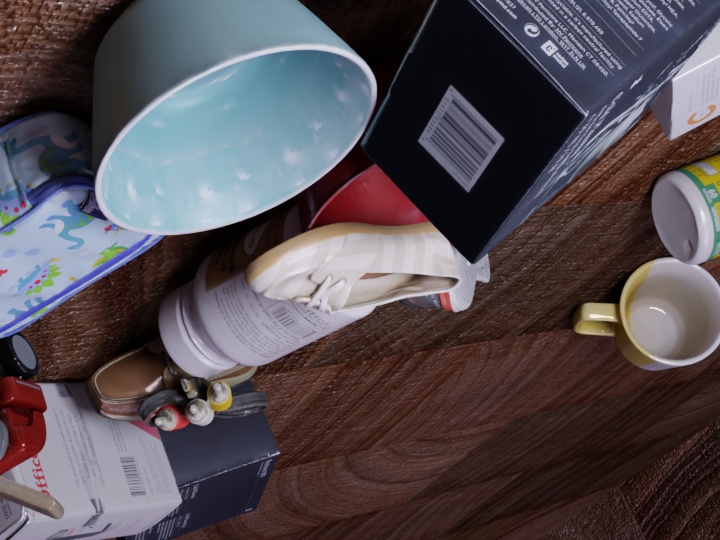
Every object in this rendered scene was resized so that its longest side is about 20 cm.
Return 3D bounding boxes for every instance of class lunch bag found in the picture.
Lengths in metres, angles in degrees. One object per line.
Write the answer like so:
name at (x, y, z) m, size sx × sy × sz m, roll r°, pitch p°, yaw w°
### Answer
lunch bag at (-0.250, -0.026, 0.947) m, size 0.198 × 0.083 × 0.161 m, roll -29°, pitch 160°, yaw 12°

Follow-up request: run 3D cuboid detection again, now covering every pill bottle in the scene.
pill bottle at (0.454, -0.089, 1.522) m, size 0.197 × 0.114 × 0.113 m, roll -19°, pitch 157°, yaw -15°
pill bottle at (-0.086, 0.022, 1.168) m, size 0.199 × 0.116 × 0.114 m, roll -27°, pitch 161°, yaw 34°

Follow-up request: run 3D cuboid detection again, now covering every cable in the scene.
cable at (-0.151, 0.144, 1.279) m, size 0.096 × 0.051 × 0.200 m, roll -26°, pitch 161°, yaw 6°

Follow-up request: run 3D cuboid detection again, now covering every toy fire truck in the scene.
toy fire truck at (-0.313, 0.138, 1.075) m, size 0.128 × 0.202 × 0.176 m, roll -28°, pitch 158°, yaw 9°

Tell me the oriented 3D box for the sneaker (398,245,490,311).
sneaker at (0.082, -0.012, 1.314) m, size 0.081 × 0.078 × 0.200 m, roll -7°, pitch -169°, yaw 18°

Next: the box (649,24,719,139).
box at (0.335, -0.221, 1.123) m, size 0.198 × 0.098 × 0.125 m, roll -28°, pitch 158°, yaw 3°

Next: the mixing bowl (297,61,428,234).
mixing bowl at (0.025, -0.097, 1.046) m, size 0.198 × 0.109 × 0.201 m, roll -21°, pitch 157°, yaw -9°

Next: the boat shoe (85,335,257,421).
boat shoe at (-0.180, 0.087, 1.292) m, size 0.198 × 0.076 × 0.074 m, roll -18°, pitch 153°, yaw -39°

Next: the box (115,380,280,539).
box at (-0.209, 0.236, 1.534) m, size 0.180 × 0.105 × 0.201 m, roll -15°, pitch 156°, yaw -22°

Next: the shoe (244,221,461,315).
shoe at (0.000, 0.000, 1.019) m, size 0.198 × 0.054 × 0.070 m, roll -8°, pitch 153°, yaw -36°

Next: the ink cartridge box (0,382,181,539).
ink cartridge box at (-0.295, 0.194, 1.291) m, size 0.085 × 0.147 × 0.199 m, roll -37°, pitch 155°, yaw 29°

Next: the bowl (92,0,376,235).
bowl at (-0.098, -0.123, 0.860) m, size 0.198 × 0.106 × 0.201 m, roll -21°, pitch 158°, yaw -9°

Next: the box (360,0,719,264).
box at (0.128, -0.140, 0.860) m, size 0.196 × 0.124 × 0.200 m, roll -40°, pitch 171°, yaw -29°

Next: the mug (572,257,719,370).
mug at (0.412, 0.064, 1.832) m, size 0.150 × 0.185 × 0.153 m, roll -55°, pitch 172°, yaw -13°
